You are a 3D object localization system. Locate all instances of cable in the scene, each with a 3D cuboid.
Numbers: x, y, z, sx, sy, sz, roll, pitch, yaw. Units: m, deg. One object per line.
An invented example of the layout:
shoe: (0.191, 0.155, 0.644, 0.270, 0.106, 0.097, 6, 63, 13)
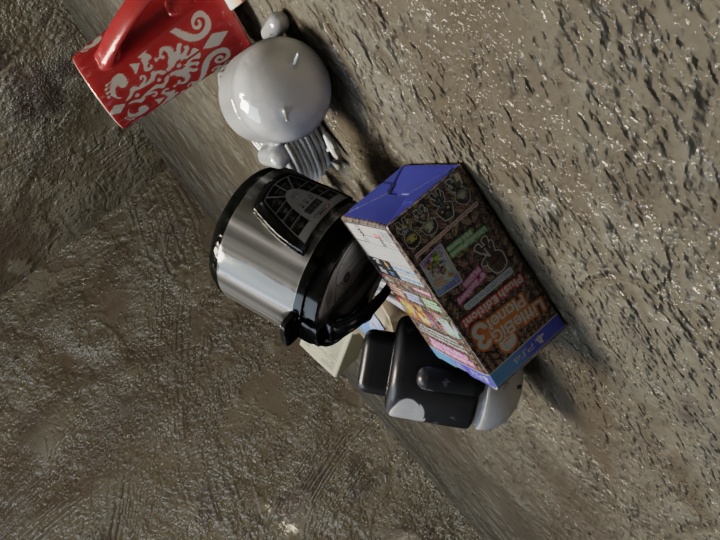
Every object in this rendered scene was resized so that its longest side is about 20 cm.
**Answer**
cable: (-0.118, -0.204, 1.249, 0.201, 0.069, 0.200, 54, 170, -14)

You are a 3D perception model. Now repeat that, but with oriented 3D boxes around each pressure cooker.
pressure cooker: (-0.054, -0.012, 1.068, 0.198, 0.178, 0.178, 28, -168, 21)

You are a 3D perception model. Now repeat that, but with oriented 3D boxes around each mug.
mug: (-0.261, -0.295, 1.141, 0.134, 0.199, 0.178, 54, 178, 41)

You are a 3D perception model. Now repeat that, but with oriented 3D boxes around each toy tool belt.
toy tool belt: (0.017, 0.062, 1.386, 0.200, 0.123, 0.125, 42, 175, 44)

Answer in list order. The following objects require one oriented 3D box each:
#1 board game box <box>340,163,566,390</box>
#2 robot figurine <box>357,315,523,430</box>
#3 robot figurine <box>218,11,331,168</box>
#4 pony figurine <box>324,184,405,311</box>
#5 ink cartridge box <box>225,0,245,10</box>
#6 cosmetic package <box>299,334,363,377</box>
board game box: (0.091, 0.000, 0.935, 0.201, 0.096, 0.159, 55, 170, -16)
robot figurine: (0.098, 0.121, 1.098, 0.151, 0.197, 0.126, -79, -2, -49)
robot figurine: (-0.098, -0.203, 1.035, 0.200, 0.111, 0.173, -156, 62, -71)
pony figurine: (0.000, 0.000, 1.232, 0.198, 0.168, 0.193, 16, 164, 37)
ink cartridge box: (-0.182, -0.369, 1.019, 0.163, 0.050, 0.200, 55, 167, -17)
cosmetic package: (-0.040, 0.097, 1.704, 0.103, 0.073, 0.201, 41, 143, 16)
